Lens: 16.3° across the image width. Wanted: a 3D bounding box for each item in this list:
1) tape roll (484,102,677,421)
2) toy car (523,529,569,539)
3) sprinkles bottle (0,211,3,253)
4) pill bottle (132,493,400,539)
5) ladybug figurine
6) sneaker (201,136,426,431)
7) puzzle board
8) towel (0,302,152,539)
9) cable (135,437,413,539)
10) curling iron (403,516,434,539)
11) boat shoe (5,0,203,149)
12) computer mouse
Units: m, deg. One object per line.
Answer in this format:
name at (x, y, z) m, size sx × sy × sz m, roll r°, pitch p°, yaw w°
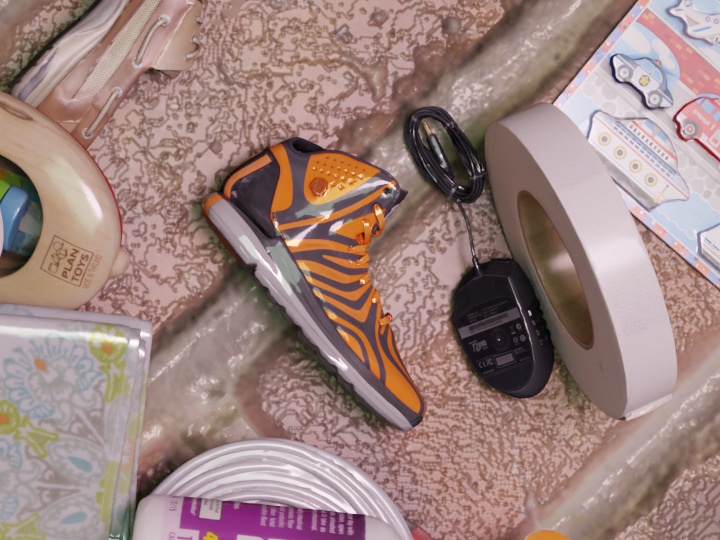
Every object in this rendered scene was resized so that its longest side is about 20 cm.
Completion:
tape roll at (0.135, -0.005, 1.551) m, size 0.037 × 0.203 × 0.203 m, roll -24°, pitch 94°, yaw -9°
toy car at (0.116, 0.265, 1.558) m, size 0.177 × 0.184 × 0.200 m, roll 15°, pitch 87°, yaw -10°
sprinkles bottle at (-0.314, -0.014, 1.498) m, size 0.200 × 0.068 × 0.068 m, roll -11°, pitch 92°, yaw 21°
pill bottle at (-0.038, 0.197, 1.488) m, size 0.200 × 0.112 × 0.112 m, roll 5°, pitch 89°, yaw -3°
ladybug figurine at (-0.226, -0.047, 1.536) m, size 0.200 × 0.072 × 0.136 m, roll 30°, pitch 111°, yaw 9°
sneaker at (0.000, 0.000, 1.590) m, size 0.112 × 0.078 × 0.200 m, roll -39°, pitch 96°, yaw -6°
puzzle board at (0.237, -0.087, 1.660) m, size 0.200 × 0.017 × 0.151 m, roll 40°, pitch 84°, yaw -7°
towel at (-0.228, 0.100, 1.496) m, size 0.200 × 0.048 × 0.171 m, roll 5°, pitch 108°, yaw -9°
cable at (-0.059, 0.204, 1.578) m, size 0.200 × 0.069 × 0.200 m, roll 17°, pitch 92°, yaw -3°
curling iron at (0.027, 0.184, 1.621) m, size 0.200 × 0.026 × 0.050 m, roll 43°, pitch 82°, yaw -7°
boat shoe at (-0.133, -0.153, 1.574) m, size 0.200 × 0.076 × 0.072 m, roll -44°, pitch 101°, yaw 3°
computer mouse at (0.079, -0.013, 1.626) m, size 0.034 × 0.059 × 0.200 m, roll -17°, pitch 89°, yaw -52°
